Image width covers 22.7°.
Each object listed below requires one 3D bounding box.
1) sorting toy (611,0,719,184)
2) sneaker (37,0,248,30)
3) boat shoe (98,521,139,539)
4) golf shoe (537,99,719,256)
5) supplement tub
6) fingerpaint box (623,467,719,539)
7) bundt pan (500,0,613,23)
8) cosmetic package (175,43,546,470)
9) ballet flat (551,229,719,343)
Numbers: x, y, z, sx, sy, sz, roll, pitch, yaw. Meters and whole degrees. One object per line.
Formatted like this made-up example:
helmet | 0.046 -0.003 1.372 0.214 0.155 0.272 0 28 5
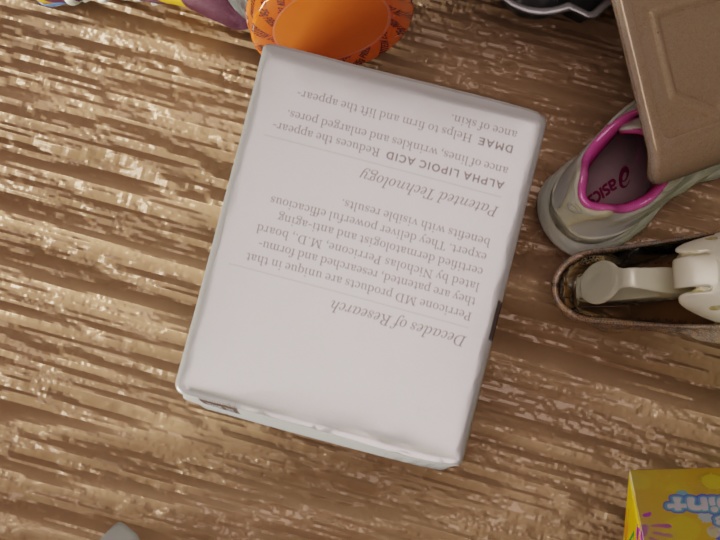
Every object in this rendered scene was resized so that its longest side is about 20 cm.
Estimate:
sorting toy | 0.213 -0.168 1.053 0.184 0.036 0.201 -19 102 -32
sneaker | -0.155 -0.192 1.122 0.199 0.075 0.090 34 102 4
boat shoe | -0.175 0.246 1.059 0.063 0.071 0.201 31 91 5
golf shoe | 0.196 -0.084 1.089 0.200 0.092 0.075 -42 83 -7
supplement tub | -0.033 -0.226 1.066 0.122 0.123 0.201 -11 61 -1
fingerpaint box | 0.248 0.191 1.014 0.198 0.168 0.074 -2 38 0
bundt pan | 0.125 -0.245 1.117 0.200 0.076 0.204 0 82 0
cosmetic package | 0.000 0.000 1.041 0.164 0.165 0.201 14 83 2
ballet flat | 0.187 0.009 1.027 0.067 0.199 0.069 12 75 -38
